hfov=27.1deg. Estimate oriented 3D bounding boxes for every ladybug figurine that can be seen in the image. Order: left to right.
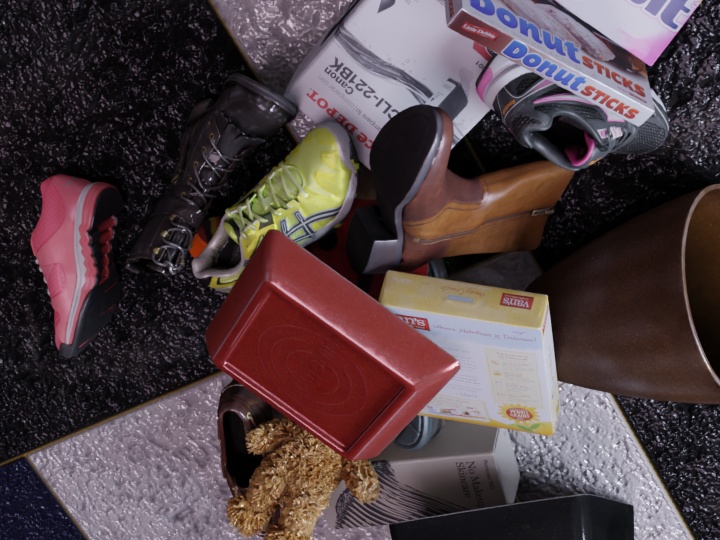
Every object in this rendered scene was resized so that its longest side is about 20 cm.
[{"bbox_3d":[0.000,0.000,1.362,0.134,0.072,0.202,7,82,-11],"label":"ladybug figurine"}]

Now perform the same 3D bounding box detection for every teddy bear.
[{"bbox_3d":[-0.051,0.191,1.479,0.200,0.145,0.067,-40,147,-1],"label":"teddy bear"}]

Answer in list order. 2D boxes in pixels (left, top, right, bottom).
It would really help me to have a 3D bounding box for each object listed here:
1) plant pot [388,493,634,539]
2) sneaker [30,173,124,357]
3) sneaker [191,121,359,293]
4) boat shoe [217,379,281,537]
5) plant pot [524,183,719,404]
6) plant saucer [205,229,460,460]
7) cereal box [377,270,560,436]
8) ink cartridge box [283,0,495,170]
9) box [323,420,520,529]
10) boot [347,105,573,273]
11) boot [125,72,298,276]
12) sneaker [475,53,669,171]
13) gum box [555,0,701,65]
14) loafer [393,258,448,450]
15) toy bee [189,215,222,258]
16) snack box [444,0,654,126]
[{"bbox_3d":[0.161,0.324,1.448,0.198,0.200,0.179,-12,75,21],"label":"plant pot"},{"bbox_3d":[-0.292,-0.009,1.507,0.086,0.074,0.202,22,119,18],"label":"sneaker"},{"bbox_3d":[-0.073,-0.046,1.305,0.076,0.076,0.200,51,121,24],"label":"sneaker"},{"bbox_3d":[-0.116,0.206,1.571,0.070,0.071,0.202,-3,119,16],"label":"boat shoe"},{"bbox_3d":[0.246,0.036,1.327,0.199,0.187,0.188,-13,117,40],"label":"plant pot"},{"bbox_3d":[-0.037,0.080,1.312,0.199,0.037,0.200,36,142,-1],"label":"plant saucer"},{"bbox_3d":[0.099,0.076,1.318,0.142,0.040,0.201,9,149,15],"label":"cereal box"},{"bbox_3d":[0.051,-0.185,1.292,0.144,0.084,0.200,39,122,-10],"label":"ink cartridge box"},{"bbox_3d":[0.056,0.206,1.524,0.198,0.069,0.083,-9,116,20],"label":"box"},{"bbox_3d":[0.104,-0.072,1.275,0.198,0.069,0.189,-8,136,-26],"label":"boot"},{"bbox_3d":[-0.137,-0.073,1.323,0.069,0.175,0.200,30,161,-18],"label":"boot"},{"bbox_3d":[0.184,-0.117,1.249,0.198,0.087,0.081,6,138,-34],"label":"sneaker"},{"bbox_3d":[0.191,-0.275,1.212,0.199,0.066,0.114,33,123,-4],"label":"gum box"},{"bbox_3d":[0.061,0.073,1.458,0.071,0.063,0.202,17,111,36],"label":"loafer"},{"bbox_3d":[-0.072,0.024,1.450,0.130,0.108,0.201,-16,103,56],"label":"toy bee"},{"bbox_3d":[0.151,-0.184,1.198,0.199,0.072,0.024,23,135,-26],"label":"snack box"}]
